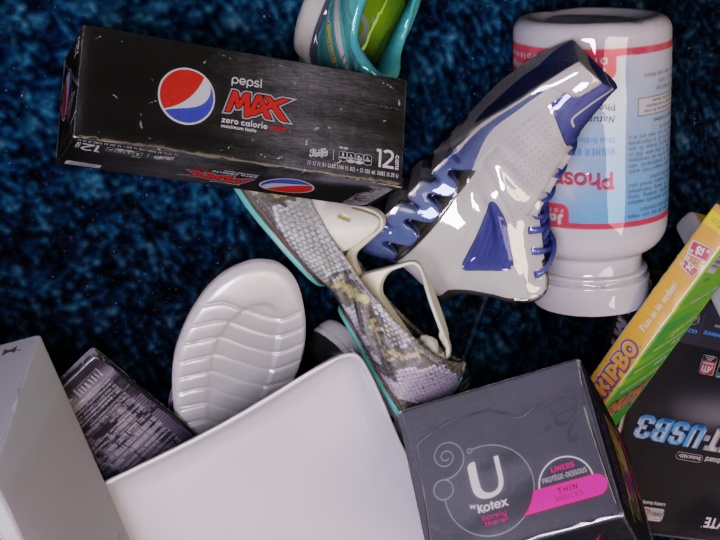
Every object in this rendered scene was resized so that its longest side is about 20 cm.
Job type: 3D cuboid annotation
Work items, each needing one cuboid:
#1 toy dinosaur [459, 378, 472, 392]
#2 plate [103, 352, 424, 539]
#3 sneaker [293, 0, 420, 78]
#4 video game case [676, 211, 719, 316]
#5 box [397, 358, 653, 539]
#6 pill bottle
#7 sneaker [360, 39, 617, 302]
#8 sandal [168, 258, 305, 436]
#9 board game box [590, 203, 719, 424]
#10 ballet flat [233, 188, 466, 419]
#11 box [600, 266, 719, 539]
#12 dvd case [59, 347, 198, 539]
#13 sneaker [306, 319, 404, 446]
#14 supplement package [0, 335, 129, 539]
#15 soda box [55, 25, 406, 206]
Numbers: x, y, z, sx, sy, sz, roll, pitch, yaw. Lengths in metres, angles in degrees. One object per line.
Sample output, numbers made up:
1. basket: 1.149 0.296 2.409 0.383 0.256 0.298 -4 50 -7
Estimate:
1. toy dinosaur: 0.109 0.137 1.179 0.200 0.058 0.101 37 97 -27
2. plate: -0.056 0.163 1.018 0.199 0.032 0.200 -28 122 -3
3. sneaker: 0.024 -0.204 1.009 0.077 0.079 0.202 12 95 -34
4. video game case: 0.344 0.050 1.224 0.181 0.201 0.023 12 134 -34
5. box: 0.115 0.151 1.029 0.121 0.107 0.200 -18 152 11
6. pill bottle: 0.159 -0.076 1.110 0.108 0.109 0.202 -11 107 -29
7. sneaker: 0.102 -0.048 1.050 0.115 0.081 0.199 44 112 -12
8. sandal: -0.088 0.080 1.035 0.082 0.050 0.204 3 115 -21
9. board game box: 0.209 0.044 1.138 0.201 0.030 0.095 -58 160 10
10. ballet flat: 0.000 0.000 1.017 0.072 0.072 0.201 -36 90 -19
11. box: 0.266 0.111 1.264 0.199 0.050 0.200 13 94 -33
12. dvd case: -0.151 0.158 1.011 0.149 0.016 0.200 -44 122 3
13. sneaker: -0.014 0.141 1.080 0.112 0.073 0.201 -35 118 -19
14. supplement package: -0.219 0.173 0.882 0.150 0.152 0.201 -16 114 6
15. soda box: -0.075 -0.088 0.949 0.198 0.063 0.071 8 77 -19
